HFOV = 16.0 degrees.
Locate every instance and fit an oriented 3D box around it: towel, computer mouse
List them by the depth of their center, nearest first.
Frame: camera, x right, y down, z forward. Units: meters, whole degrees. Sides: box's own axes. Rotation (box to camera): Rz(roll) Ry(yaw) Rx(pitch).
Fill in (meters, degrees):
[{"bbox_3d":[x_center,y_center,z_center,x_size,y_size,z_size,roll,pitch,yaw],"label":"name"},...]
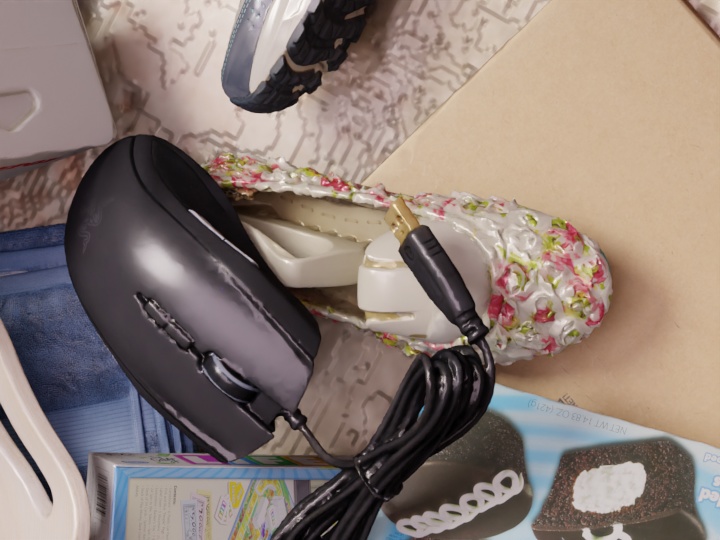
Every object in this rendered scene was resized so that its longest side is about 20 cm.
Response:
[{"bbox_3d":[-0.040,0.010,0.963,0.140,0.046,0.200,-45,66,25],"label":"computer mouse"},{"bbox_3d":[-0.121,0.081,1.073,0.111,0.049,0.201,-7,91,14],"label":"towel"}]

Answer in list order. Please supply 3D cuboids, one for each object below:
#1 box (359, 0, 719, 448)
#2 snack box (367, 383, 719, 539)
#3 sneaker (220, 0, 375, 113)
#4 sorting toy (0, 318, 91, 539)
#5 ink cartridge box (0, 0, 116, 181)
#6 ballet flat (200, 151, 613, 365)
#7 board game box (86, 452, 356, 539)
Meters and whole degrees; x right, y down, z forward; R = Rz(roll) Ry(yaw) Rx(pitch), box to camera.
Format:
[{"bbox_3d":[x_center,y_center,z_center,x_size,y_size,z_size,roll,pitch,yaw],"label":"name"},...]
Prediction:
[{"bbox_3d":[0.112,-0.006,1.018,0.163,0.021,0.200,-43,77,10],"label":"box"},{"bbox_3d":[0.098,0.118,0.970,0.199,0.037,0.117,15,74,17],"label":"snack box"},{"bbox_3d":[-0.027,-0.163,1.032,0.086,0.078,0.201,17,87,14],"label":"sneaker"},{"bbox_3d":[-0.189,0.071,1.014,0.179,0.107,0.201,-16,103,42],"label":"sorting toy"},{"bbox_3d":[-0.220,-0.056,1.013,0.199,0.146,0.083,-18,89,30],"label":"ink cartridge box"},{"bbox_3d":[0.000,0.000,1.006,0.199,0.064,0.076,10,105,31],"label":"ballet flat"},{"bbox_3d":[-0.048,0.175,1.030,0.134,0.034,0.201,3,93,-24],"label":"board game box"}]
